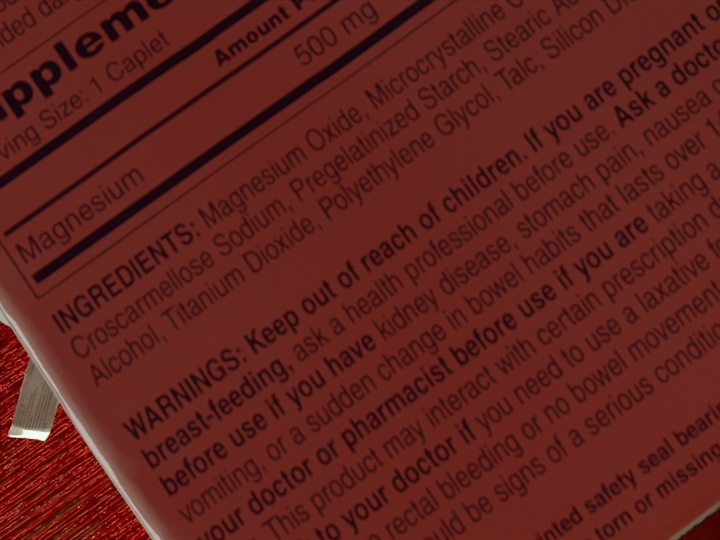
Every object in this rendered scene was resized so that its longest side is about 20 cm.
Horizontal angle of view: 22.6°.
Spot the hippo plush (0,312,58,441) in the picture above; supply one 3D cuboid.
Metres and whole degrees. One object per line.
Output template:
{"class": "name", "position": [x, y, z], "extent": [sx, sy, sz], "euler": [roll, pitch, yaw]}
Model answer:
{"class": "hippo plush", "position": [-0.084, -0.025, 0.834], "extent": [0.159, 0.201, 0.161], "euler": [35, -146, 7]}

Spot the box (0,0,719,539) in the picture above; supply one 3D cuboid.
{"class": "box", "position": [0.011, -0.019, 0.419], "extent": [0.201, 0.183, 0.105], "euler": [55, 176, 11]}

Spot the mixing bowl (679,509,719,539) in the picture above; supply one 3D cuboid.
{"class": "mixing bowl", "position": [0.115, 0.142, 0.684], "extent": [0.200, 0.108, 0.202], "euler": [36, 136, 45]}
